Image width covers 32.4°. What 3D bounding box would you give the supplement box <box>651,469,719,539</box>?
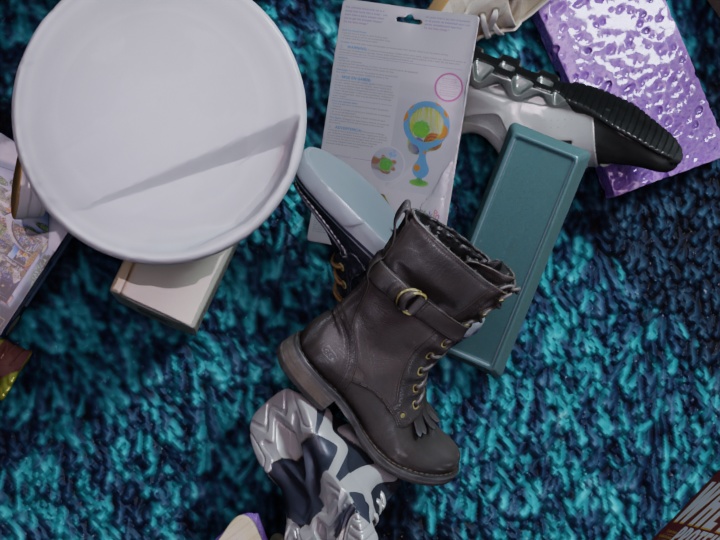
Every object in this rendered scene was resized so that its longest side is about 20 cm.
[{"bbox_3d":[0.340,0.276,0.989,0.197,0.133,0.200,-42,91,-9],"label":"supplement box"}]

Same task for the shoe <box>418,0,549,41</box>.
[{"bbox_3d":[0.130,-0.239,1.026,0.200,0.070,0.053,-39,70,8],"label":"shoe"}]

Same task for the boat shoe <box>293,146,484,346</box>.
[{"bbox_3d":[0.000,0.000,0.976,0.091,0.071,0.200,-39,104,23],"label":"boat shoe"}]

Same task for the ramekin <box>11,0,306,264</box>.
[{"bbox_3d":[-0.138,-0.104,0.874,0.201,0.094,0.203,0,88,-4],"label":"ramekin"}]

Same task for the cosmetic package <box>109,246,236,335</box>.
[{"bbox_3d":[-0.120,-0.055,0.976,0.073,0.104,0.201,24,80,-4],"label":"cosmetic package"}]

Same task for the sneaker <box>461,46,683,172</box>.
[{"bbox_3d":[0.166,-0.111,1.032,0.199,0.074,0.089,24,118,12],"label":"sneaker"}]

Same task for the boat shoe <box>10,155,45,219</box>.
[{"bbox_3d":[-0.221,-0.122,0.964,0.069,0.071,0.201,19,59,-17],"label":"boat shoe"}]

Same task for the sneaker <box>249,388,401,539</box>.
[{"bbox_3d":[-0.004,0.191,0.949,0.079,0.129,0.199,-43,54,19],"label":"sneaker"}]

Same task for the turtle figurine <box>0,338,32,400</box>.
[{"bbox_3d":[-0.342,0.053,0.939,0.161,0.064,0.200,34,120,-17],"label":"turtle figurine"}]

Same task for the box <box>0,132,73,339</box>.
[{"bbox_3d":[-0.330,-0.056,0.979,0.200,0.038,0.137,33,81,-4],"label":"box"}]

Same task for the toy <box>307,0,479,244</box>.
[{"bbox_3d":[0.029,-0.114,1.025,0.115,0.047,0.201,10,92,12],"label":"toy"}]

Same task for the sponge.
[{"bbox_3d":[0.229,-0.172,1.074,0.111,0.030,0.201,-22,88,-9],"label":"sponge"}]

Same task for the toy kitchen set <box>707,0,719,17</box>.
[{"bbox_3d":[0.348,-0.345,1.032,0.163,0.180,0.200,-39,94,-11],"label":"toy kitchen set"}]

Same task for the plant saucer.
[{"bbox_3d":[0.117,-0.015,1.007,0.070,0.019,0.201,23,102,12],"label":"plant saucer"}]

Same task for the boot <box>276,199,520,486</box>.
[{"bbox_3d":[0.053,0.061,0.935,0.200,0.069,0.174,40,111,-22],"label":"boot"}]

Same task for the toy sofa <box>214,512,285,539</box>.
[{"bbox_3d":[-0.131,0.276,0.950,0.200,0.083,0.098,-37,85,-10],"label":"toy sofa"}]
